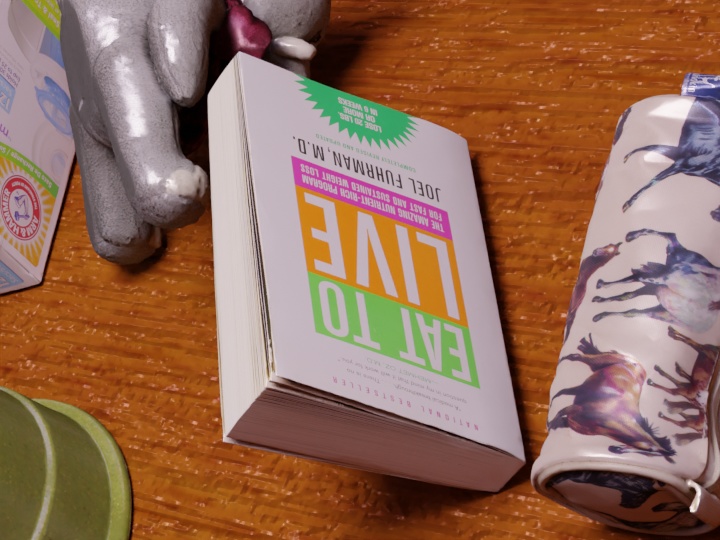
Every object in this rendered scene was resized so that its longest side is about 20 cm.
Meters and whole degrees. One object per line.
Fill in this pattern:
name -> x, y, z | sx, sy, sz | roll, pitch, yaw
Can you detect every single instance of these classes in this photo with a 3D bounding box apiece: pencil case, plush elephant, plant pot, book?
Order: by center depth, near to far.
pencil case -> 0.131, 0.017, 0.822 | 0.089, 0.078, 0.200 | -16, 47, 45
book -> 0.000, 0.000, 0.896 | 0.048, 0.133, 0.200 | -51, 34, 38
plant pot -> -0.245, 0.104, 0.941 | 0.200, 0.190, 0.200 | -19, 49, 23
plush elephant -> -0.075, -0.112, 1.037 | 0.155, 0.165, 0.200 | -12, 78, -19

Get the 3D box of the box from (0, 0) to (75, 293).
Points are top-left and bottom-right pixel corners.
box -> -0.235, -0.092, 1.145 | 0.101, 0.113, 0.200 | -11, 52, 27
